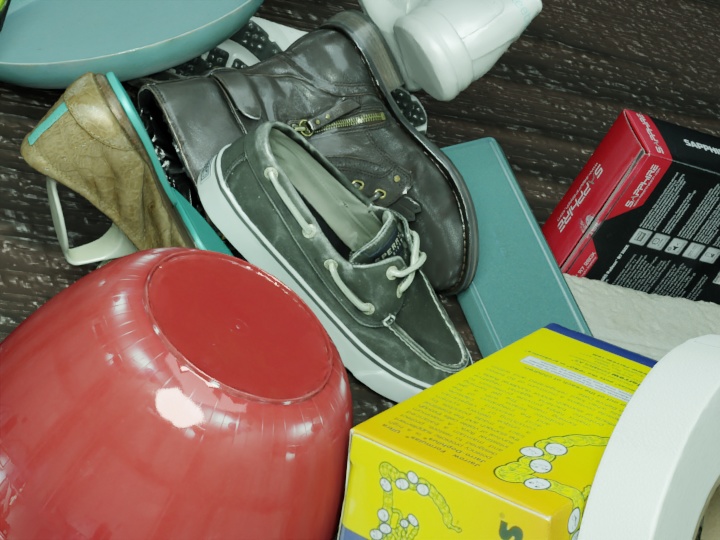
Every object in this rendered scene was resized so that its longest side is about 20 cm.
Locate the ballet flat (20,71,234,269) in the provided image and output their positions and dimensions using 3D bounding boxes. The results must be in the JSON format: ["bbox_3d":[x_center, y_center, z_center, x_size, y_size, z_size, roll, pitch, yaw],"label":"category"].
[{"bbox_3d":[-0.114,-0.018,0.987,0.068,0.072,0.200,60,0,39],"label":"ballet flat"}]

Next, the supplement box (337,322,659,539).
[{"bbox_3d":[0.084,0.115,0.941,0.109,0.110,0.199,20,24,29],"label":"supplement box"}]

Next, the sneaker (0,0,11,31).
[{"bbox_3d":[-0.244,-0.133,0.997,0.080,0.075,0.200,16,23,6],"label":"sneaker"}]

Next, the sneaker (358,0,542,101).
[{"bbox_3d":[0.055,-0.155,1.162,0.076,0.088,0.200,60,-4,-23],"label":"sneaker"}]

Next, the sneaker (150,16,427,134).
[{"bbox_3d":[-0.056,-0.122,1.219,0.199,0.074,0.080,22,18,-26],"label":"sneaker"}]

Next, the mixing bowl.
[{"bbox_3d":[-0.079,0.062,0.898,0.199,0.109,0.201,22,33,-15],"label":"mixing bowl"}]

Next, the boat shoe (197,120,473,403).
[{"bbox_3d":[0.000,0.000,1.055,0.200,0.063,0.071,42,39,-20],"label":"boat shoe"}]

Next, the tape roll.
[{"bbox_3d":[0.158,0.134,0.918,0.037,0.205,0.202,13,20,32],"label":"tape roll"}]

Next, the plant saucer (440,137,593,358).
[{"bbox_3d":[0.085,-0.012,1.201,0.069,0.019,0.201,-13,47,-9],"label":"plant saucer"}]

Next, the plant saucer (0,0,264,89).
[{"bbox_3d":[-0.143,-0.150,1.117,0.198,0.028,0.201,-9,28,5],"label":"plant saucer"}]

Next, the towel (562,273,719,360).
[{"bbox_3d":[0.196,0.064,1.214,0.198,0.035,0.133,12,37,-29],"label":"towel"}]

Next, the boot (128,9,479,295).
[{"bbox_3d":[-0.034,-0.047,1.123,0.173,0.069,0.201,-30,93,-37],"label":"boot"}]

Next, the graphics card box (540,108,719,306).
[{"bbox_3d":[0.223,-0.025,1.271,0.198,0.126,0.051,12,36,-29],"label":"graphics card box"}]

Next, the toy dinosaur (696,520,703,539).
[{"bbox_3d":[0.212,0.138,1.117,0.199,0.047,0.089,0,59,-43],"label":"toy dinosaur"}]
